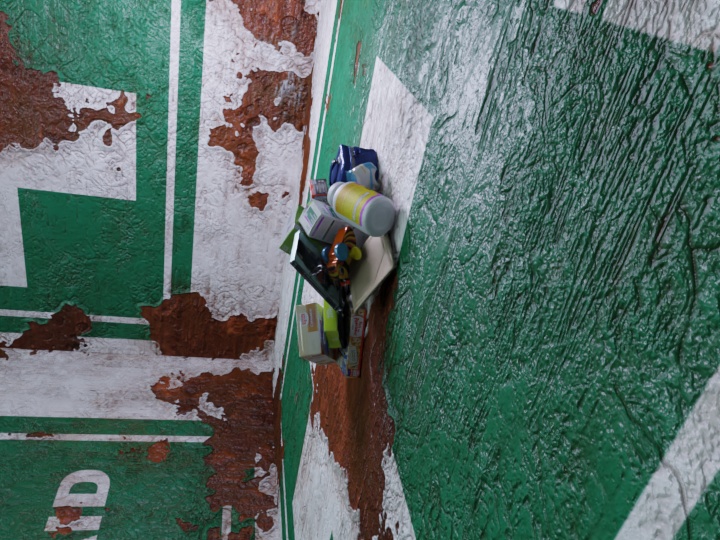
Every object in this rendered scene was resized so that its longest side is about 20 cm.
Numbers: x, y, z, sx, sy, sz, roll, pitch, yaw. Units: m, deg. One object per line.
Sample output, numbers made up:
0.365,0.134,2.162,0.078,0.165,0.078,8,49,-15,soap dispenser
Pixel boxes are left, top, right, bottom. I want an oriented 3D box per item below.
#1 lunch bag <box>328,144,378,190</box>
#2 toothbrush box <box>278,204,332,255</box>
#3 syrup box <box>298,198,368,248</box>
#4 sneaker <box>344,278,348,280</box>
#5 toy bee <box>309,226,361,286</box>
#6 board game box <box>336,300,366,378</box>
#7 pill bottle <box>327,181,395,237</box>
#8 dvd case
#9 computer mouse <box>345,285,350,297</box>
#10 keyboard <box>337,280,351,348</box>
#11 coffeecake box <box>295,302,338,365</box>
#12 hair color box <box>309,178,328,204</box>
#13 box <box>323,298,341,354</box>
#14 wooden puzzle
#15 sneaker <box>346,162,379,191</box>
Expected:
-0.030,-0.277,1.722,0.202,0.129,0.138,109,160,-47,lunch bag
-0.131,-0.081,1.697,0.086,0.198,0.147,-47,21,27,toothbrush box
-0.072,-0.128,1.651,0.082,0.198,0.079,-54,46,19,syrup box
0.000,0.000,1.662,0.199,0.070,0.085,30,104,64,sneaker
-0.061,-0.018,1.556,0.200,0.110,0.130,-46,28,-22,toy bee
-0.030,0.204,1.736,0.151,0.045,0.205,-153,68,-76,board game box
-0.004,-0.168,1.496,0.199,0.103,0.107,33,121,45,pill bottle
-0.116,0.000,1.572,0.022,0.201,0.147,-29,29,20,dvd case
-0.026,-0.008,1.801,0.110,0.043,0.205,-151,69,-78,computer mouse
-0.044,0.119,1.690,0.105,0.039,0.205,74,-168,-64,keyboard
-0.131,0.200,1.781,0.200,0.071,0.157,49,-148,-69,coffeecake box
-0.131,-0.182,1.876,0.112,0.062,0.204,-104,13,-55,hair color box
-0.084,0.136,1.723,0.123,0.046,0.204,81,-174,-59,box
0.029,-0.009,1.510,0.201,0.037,0.187,-54,29,30,wooden puzzle
0.018,-0.214,1.633,0.077,0.080,0.202,48,160,33,sneaker
